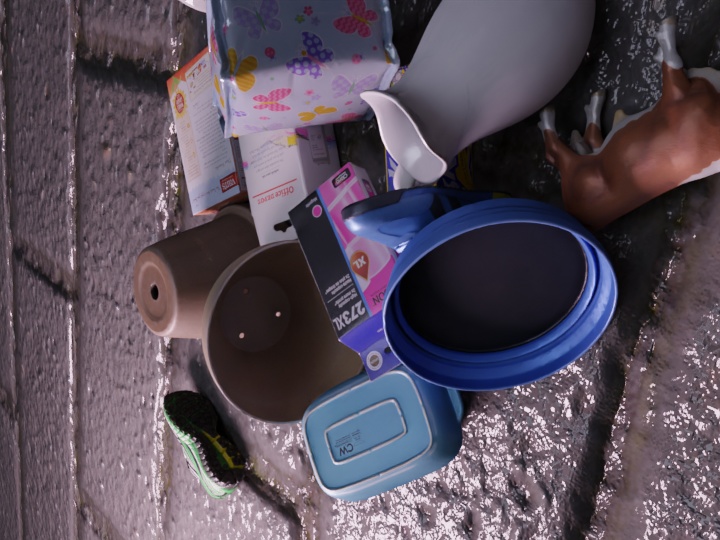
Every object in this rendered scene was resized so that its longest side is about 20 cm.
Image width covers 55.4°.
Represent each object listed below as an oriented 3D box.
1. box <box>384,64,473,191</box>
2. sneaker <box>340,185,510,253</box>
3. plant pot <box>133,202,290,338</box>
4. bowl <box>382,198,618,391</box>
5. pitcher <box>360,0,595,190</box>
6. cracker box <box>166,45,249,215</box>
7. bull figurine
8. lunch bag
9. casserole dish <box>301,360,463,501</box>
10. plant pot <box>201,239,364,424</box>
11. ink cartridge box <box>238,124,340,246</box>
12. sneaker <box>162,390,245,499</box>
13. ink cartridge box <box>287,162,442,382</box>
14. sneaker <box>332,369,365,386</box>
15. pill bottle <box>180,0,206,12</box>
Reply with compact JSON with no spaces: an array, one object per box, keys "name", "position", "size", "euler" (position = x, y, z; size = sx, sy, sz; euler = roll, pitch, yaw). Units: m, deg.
[{"name":"box","position":[0.069,-0.101,0.691],"size":[0.069,0.064,0.204],"euler":[5,102,46]},{"name":"sneaker","position":[0.071,-0.029,0.603],"size":[0.065,0.198,0.080],"euler":[-12,82,50]},{"name":"plant pot","position":[-0.198,0.016,0.915],"size":[0.198,0.173,0.204],"euler":[10,105,43]},{"name":"bowl","position":[0.116,0.025,0.588],"size":[0.202,0.198,0.040],"euler":[-57,23,36]},{"name":"pitcher","position":[0.097,-0.156,0.577],"size":[0.121,0.200,0.172],"euler":[42,169,13]},{"name":"cracker box","position":[-0.201,-0.191,0.961],"size":[0.133,0.057,0.204],"euler":[-13,87,47]},{"name":"bull figurine","position":[0.229,-0.108,0.522],"size":[0.199,0.064,0.123],"euler":[-31,71,43]},{"name":"lunch bag","position":[-0.068,-0.207,0.686],"size":[0.200,0.166,0.130],"euler":[131,130,-76]},{"name":"casserole dish","position":[0.013,0.164,0.704],"size":[0.198,0.039,0.123],"euler":[-30,70,27]},{"name":"plant pot","position":[-0.102,0.062,0.808],"size":[0.134,0.197,0.204],"euler":[11,107,61]},{"name":"ink cartridge box","position":[-0.087,-0.137,0.845],"size":[0.115,0.067,0.204],"euler":[-12,88,47]},{"name":"sneaker","position":[-0.265,0.280,1.105],"size":[0.201,0.077,0.086],"euler":[52,131,25]},{"name":"ink cartridge box","position":[0.000,0.000,0.692],"size":[0.094,0.037,0.202],"euler":[-35,68,25]},{"name":"sneaker","position":[0.006,0.170,0.781],"size":[0.198,0.089,0.080],"euler":[-1,112,47]},{"name":"pill bottle","position":[-0.169,-0.431,0.843],"size":[0.200,0.110,0.112],"euler":[-47,65,41]}]
